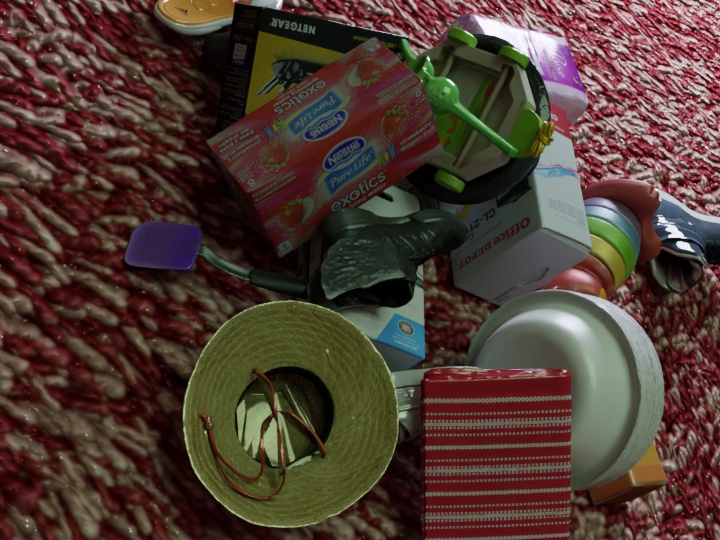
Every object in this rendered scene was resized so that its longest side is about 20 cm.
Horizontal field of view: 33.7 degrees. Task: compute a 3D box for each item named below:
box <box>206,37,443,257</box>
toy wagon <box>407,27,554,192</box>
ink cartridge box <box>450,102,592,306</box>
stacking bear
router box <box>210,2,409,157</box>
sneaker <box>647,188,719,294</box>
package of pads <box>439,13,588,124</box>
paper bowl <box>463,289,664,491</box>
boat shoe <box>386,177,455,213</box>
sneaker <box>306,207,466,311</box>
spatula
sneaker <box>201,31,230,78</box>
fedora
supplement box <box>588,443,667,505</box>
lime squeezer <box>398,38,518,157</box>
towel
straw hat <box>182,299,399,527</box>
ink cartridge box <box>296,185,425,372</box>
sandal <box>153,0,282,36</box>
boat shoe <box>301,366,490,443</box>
[{"bbox_3d":[-0.032,-0.119,1.144,0.096,0.200,0.100,50,-12,40],"label":"box"},{"bbox_3d":[0.116,-0.156,1.214,0.200,0.156,0.040,28,1,35],"label":"toy wagon"},{"bbox_3d":[0.173,-0.083,1.360,0.083,0.146,0.201,22,49,-33],"label":"ink cartridge box"},{"bbox_3d":[0.277,-0.007,1.434,0.200,0.113,0.122,-53,144,-38],"label":"stacking bear"},{"bbox_3d":[-0.050,-0.182,1.234,0.200,0.052,0.158,1,104,-41],"label":"router box"},{"bbox_3d":[0.465,-0.017,1.621,0.202,0.077,0.146,21,38,-18],"label":"sneaker"},{"bbox_3d":[0.205,-0.260,1.572,0.200,0.076,0.121,4,62,-40],"label":"package of pads"},{"bbox_3d":[0.190,0.119,1.181,0.104,0.200,0.201,9,56,-53],"label":"paper bowl"},{"bbox_3d":[0.048,-0.103,1.335,0.062,0.072,0.200,-6,57,-26],"label":"boat shoe"},{"bbox_3d":[0.031,-0.005,1.135,0.199,0.060,0.104,2,52,-34],"label":"sneaker"},{"bbox_3d":[-0.115,-0.003,1.096,0.199,0.021,0.057,18,50,-12],"label":"spatula"},{"bbox_3d":[-0.081,-0.239,1.288,0.200,0.076,0.091,-5,29,-40],"label":"sneaker"},{"bbox_3d":[0.129,-0.153,1.287,0.092,0.200,0.201,28,42,-54],"label":"fedora"},{"bbox_3d":[0.270,0.158,1.340,0.066,0.069,0.201,5,60,-41],"label":"supplement box"},{"bbox_3d":[0.078,-0.185,1.178,0.070,0.038,0.200,-5,43,-40],"label":"lime squeezer"},{"bbox_3d":[0.125,0.188,1.100,0.144,0.022,0.201,-1,96,-8],"label":"towel"},{"bbox_3d":[-0.073,0.131,1.034,0.200,0.085,0.202,8,67,-20],"label":"straw hat"},{"bbox_3d":[0.000,0.000,1.205,0.116,0.068,0.201,23,49,-28],"label":"ink cartridge box"},{"bbox_3d":[-0.141,-0.307,1.287,0.079,0.059,0.207,37,37,8],"label":"sandal"},{"bbox_3d":[0.039,0.130,1.120,0.199,0.072,0.066,-2,77,-22],"label":"boat shoe"}]
